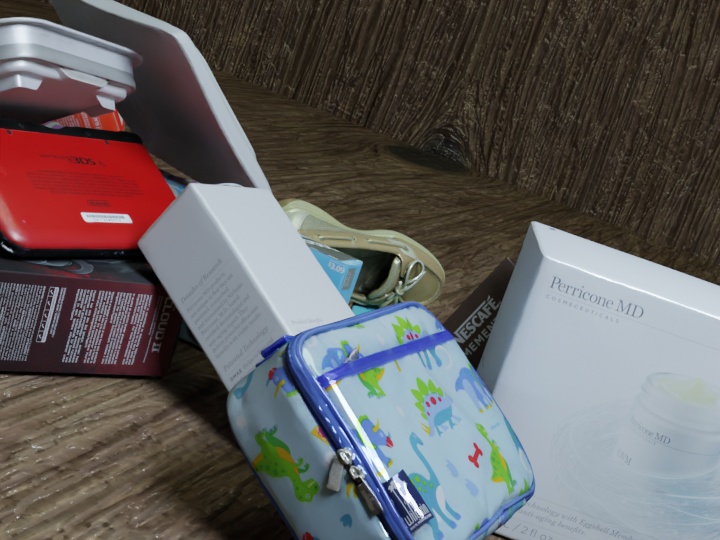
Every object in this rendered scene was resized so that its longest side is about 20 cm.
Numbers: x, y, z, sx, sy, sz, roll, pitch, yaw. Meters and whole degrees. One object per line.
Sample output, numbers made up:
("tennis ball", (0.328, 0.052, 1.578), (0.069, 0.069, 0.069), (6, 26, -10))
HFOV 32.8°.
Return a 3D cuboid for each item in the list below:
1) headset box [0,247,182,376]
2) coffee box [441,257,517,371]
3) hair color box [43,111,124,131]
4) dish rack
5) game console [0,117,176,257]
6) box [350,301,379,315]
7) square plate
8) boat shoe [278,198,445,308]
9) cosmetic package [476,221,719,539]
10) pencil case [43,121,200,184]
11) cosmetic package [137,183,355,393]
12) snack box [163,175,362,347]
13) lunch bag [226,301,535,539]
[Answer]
("headset box", (-0.234, 0.013, 0.898), (0.199, 0.078, 0.148), (6, 18, -42))
("coffee box", (0.135, 0.062, 1.047), (0.080, 0.113, 0.200), (47, 10, 16))
("hair color box", (-0.332, -0.144, 1.191), (0.198, 0.062, 0.102), (-13, 31, 0))
("dish rack", (-0.274, -0.128, 0.896), (0.198, 0.044, 0.171), (-12, -7, 22))
("game console", (-0.252, -0.050, 0.926), (0.199, 0.119, 0.173), (-2, 54, -57))
("box", (0.019, 0.080, 1.054), (0.081, 0.050, 0.200), (19, 12, -2))
("square plate", (-0.159, -0.145, 0.997), (0.199, 0.028, 0.199), (29, -25, 40))
("boat shoe", (0.001, -0.002, 1.090), (0.200, 0.073, 0.063), (25, 22, -36))
("cosmetic package", (0.185, 0.098, 0.876), (0.197, 0.202, 0.123), (18, 12, -1))
("pencil case", (-0.207, -0.069, 1.105), (0.198, 0.084, 0.086), (21, 47, 2))
("cosmetic package", (-0.063, 0.036, 0.872), (0.201, 0.074, 0.101), (54, 24, 20))
("snack box", (-0.107, 0.010, 1.008), (0.198, 0.117, 0.037), (23, 11, 20))
("lunch bag", (0.017, 0.102, 0.737), (0.162, 0.082, 0.199), (57, 25, 13))
